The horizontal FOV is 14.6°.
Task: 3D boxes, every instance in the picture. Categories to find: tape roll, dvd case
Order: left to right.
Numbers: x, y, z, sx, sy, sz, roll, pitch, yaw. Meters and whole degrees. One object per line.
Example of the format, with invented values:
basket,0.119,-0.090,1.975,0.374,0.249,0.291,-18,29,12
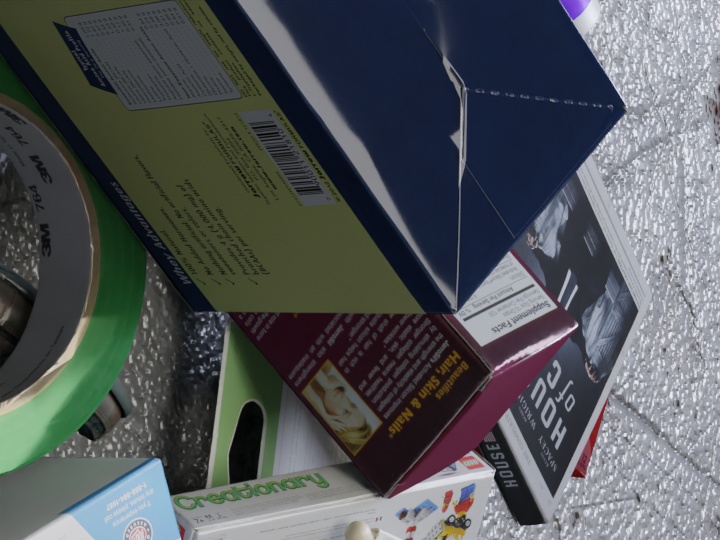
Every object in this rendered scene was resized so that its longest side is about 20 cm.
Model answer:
tape roll,-0.190,-0.007,1.251,0.199,0.048,0.202,1,89,-39
dvd case,0.103,0.021,1.592,0.151,0.025,0.200,63,37,-30

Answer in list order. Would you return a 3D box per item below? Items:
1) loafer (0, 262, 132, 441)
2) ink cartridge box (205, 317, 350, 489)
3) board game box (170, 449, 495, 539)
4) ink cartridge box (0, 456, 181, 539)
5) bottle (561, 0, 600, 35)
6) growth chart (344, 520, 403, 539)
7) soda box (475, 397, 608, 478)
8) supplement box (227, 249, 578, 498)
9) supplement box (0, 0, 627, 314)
loafer,-0.190,0.020,1.329,0.063,0.072,0.200,-50,120,-17
ink cartridge box,-0.028,0.117,1.531,0.199,0.048,0.147,19,72,-46
board game box,-0.027,0.163,1.455,0.199,0.035,0.127,-7,123,-39
ink cartridge box,-0.150,0.203,1.309,0.128,0.125,0.201,-30,110,-48
bottle,0.079,-0.218,1.657,0.200,0.083,0.065,57,14,-34
growth chart,-0.026,0.217,1.455,0.200,0.018,0.145,-48,141,-2
soda box,0.070,0.046,1.626,0.200,0.070,0.064,47,53,-46
supplement box,0.000,0.000,1.445,0.200,0.110,0.085,49,39,13
supplement box,-0.033,-0.097,1.219,0.134,0.199,0.200,-48,116,-27
